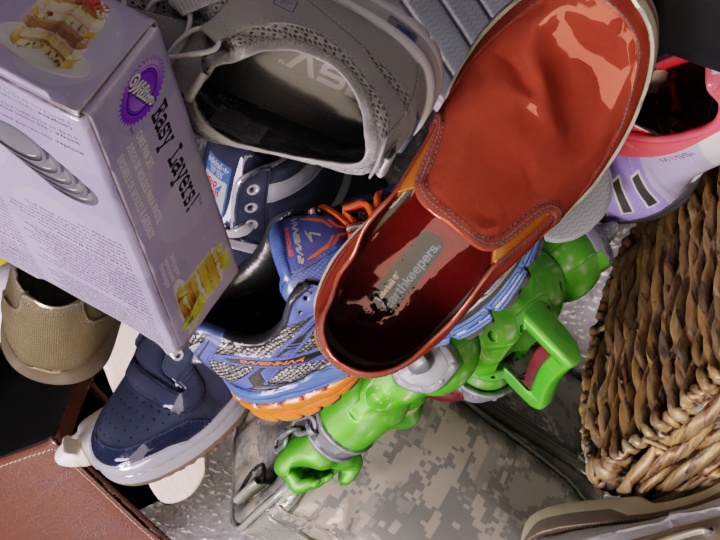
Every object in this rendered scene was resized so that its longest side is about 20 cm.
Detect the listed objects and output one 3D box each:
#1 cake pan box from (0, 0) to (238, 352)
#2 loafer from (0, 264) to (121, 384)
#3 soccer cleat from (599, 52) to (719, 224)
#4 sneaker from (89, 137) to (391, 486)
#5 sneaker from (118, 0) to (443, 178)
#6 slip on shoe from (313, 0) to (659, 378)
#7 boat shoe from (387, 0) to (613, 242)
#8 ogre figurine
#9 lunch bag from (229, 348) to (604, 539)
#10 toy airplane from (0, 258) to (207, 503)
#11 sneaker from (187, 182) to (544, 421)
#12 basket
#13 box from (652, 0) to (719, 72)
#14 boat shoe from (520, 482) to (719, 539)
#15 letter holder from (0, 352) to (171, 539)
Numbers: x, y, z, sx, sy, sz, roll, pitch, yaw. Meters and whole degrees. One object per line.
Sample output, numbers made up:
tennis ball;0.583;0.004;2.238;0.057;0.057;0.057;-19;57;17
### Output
cake pan box;-0.150;-0.066;0.791;0.199;0.052;0.184;27;157;20
loafer;-0.126;-0.047;0.995;0.076;0.201;0.067;8;159;-9
soccer cleat;0.135;-0.068;0.946;0.073;0.069;0.200;3;168;-26
sneaker;-0.073;0.003;0.994;0.070;0.200;0.109;35;167;44
sneaker;-0.065;-0.092;0.776;0.199;0.082;0.075;18;120;-2
slip on shoe;0.048;-0.033;0.821;0.074;0.061;0.200;37;109;-4
boat shoe;0.046;-0.098;0.932;0.072;0.062;0.201;-33;115;-8
ogre figurine;0.054;0.029;1.007;0.199;0.099;0.120;-11;162;-30
lunch bag;0.031;0.118;1.120;0.200;0.168;0.139;35;132;-17
toy airplane;-0.140;0.002;1.078;0.199;0.141;0.200;30;114;8
sneaker;0.000;0.000;0.903;0.200;0.076;0.078;-36;136;27
basket;0.199;0.046;0.981;0.149;0.201;0.143;31;132;-14
box;0.155;-0.150;0.852;0.199;0.142;0.079;20;135;-2
boat shoe;0.156;0.131;0.885;0.199;0.069;0.075;-17;124;30
letter holder;-0.197;0.133;1.250;0.199;0.101;0.142;-21;126;31
